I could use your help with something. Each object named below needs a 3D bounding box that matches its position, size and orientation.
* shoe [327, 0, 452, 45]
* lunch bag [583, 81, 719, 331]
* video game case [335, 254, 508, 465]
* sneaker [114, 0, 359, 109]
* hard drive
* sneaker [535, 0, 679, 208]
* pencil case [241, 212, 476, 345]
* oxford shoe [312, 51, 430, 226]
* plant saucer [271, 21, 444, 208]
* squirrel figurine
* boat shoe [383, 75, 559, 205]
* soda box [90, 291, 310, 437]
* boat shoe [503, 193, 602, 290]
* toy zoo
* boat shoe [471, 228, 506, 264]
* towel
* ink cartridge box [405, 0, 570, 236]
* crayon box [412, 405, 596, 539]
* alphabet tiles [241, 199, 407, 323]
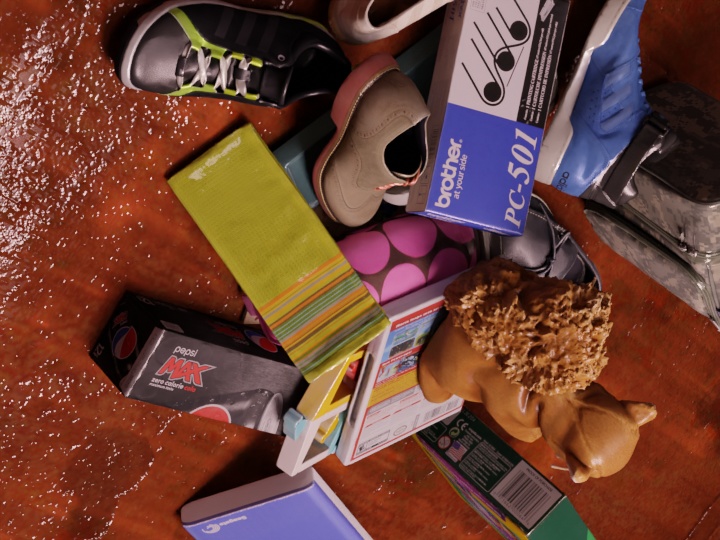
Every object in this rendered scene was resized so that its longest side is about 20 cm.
[{"bbox_3d":[0.063,-0.242,1.381,0.200,0.053,0.070,-40,102,-17],"label":"shoe"},{"bbox_3d":[0.308,-0.054,1.650,0.139,0.200,0.168,-27,133,-23],"label":"lunch bag"},{"bbox_3d":[0.055,0.081,1.558,0.142,0.017,0.201,-22,146,-32],"label":"video game case"},{"bbox_3d":[-0.085,-0.160,1.317,0.199,0.083,0.072,-9,125,-37],"label":"sneaker"},{"bbox_3d":[-0.064,0.257,1.642,0.131,0.025,0.200,-19,140,14],"label":"hard drive"},{"bbox_3d":[0.237,-0.153,1.552,0.077,0.111,0.201,77,38,-82],"label":"sneaker"},{"bbox_3d":[0.000,0.000,1.501,0.199,0.094,0.091,-15,84,-32],"label":"pencil case"},{"bbox_3d":[0.012,-0.084,1.401,0.070,0.075,0.200,-35,159,-23],"label":"oxford shoe"},{"bbox_3d":[0.011,-0.124,1.471,0.200,0.019,0.070,-38,135,-15],"label":"plant saucer"},{"bbox_3d":[0.153,0.086,1.471,0.141,0.187,0.200,-34,151,-14],"label":"squirrel figurine"},{"bbox_3d":[0.099,-0.112,1.522,0.200,0.071,0.064,-39,138,-16],"label":"boat shoe"},{"bbox_3d":[-0.125,0.081,1.477,0.199,0.063,0.071,19,106,-46],"label":"soda box"},{"bbox_3d":[0.171,-0.017,1.662,0.075,0.062,0.200,-49,137,2],"label":"boat shoe"},{"bbox_3d":[-0.009,0.108,1.564,0.200,0.020,0.132,-21,141,-60],"label":"toy zoo"},{"bbox_3d":[0.104,0.008,1.611,0.060,0.072,0.202,-29,146,-28],"label":"boat shoe"},{"bbox_3d":[-0.063,-0.014,1.401,0.086,0.018,0.200,-37,97,-16],"label":"towel"},{"bbox_3d":[0.105,-0.136,1.451,0.093,0.044,0.201,13,87,-22],"label":"ink cartridge box"},{"bbox_3d":[0.144,0.218,1.708,0.058,0.200,0.173,-44,139,-6],"label":"crayon box"},{"bbox_3d":[0.000,-0.027,1.548,0.199,0.008,0.168,1,118,-42],"label":"alphabet tiles"}]
